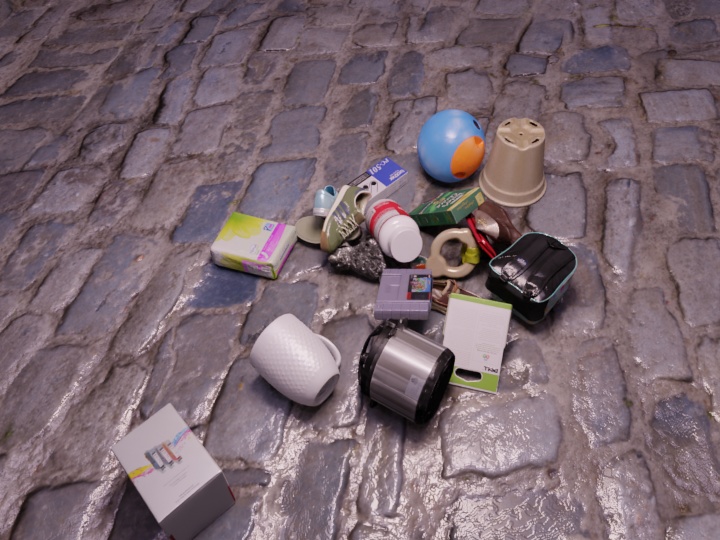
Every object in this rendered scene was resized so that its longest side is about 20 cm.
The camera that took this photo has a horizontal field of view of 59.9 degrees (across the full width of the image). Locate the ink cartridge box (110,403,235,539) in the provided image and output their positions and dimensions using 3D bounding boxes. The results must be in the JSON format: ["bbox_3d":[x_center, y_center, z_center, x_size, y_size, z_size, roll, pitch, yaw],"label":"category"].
[{"bbox_3d":[-0.370,0.404,1.242,0.143,0.147,0.199,-35,55,-23],"label":"ink cartridge box"}]

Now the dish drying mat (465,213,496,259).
[{"bbox_3d":[0.305,-0.097,1.601,0.018,0.077,0.201,-39,25,16],"label":"dish drying mat"}]

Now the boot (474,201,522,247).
[{"bbox_3d":[0.330,-0.133,1.619,0.198,0.065,0.187,10,32,-51],"label":"boot"}]

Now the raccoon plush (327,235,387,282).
[{"bbox_3d":[0.000,0.000,1.594,0.131,0.098,0.202,-24,52,-6],"label":"raccoon plush"}]

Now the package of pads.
[{"bbox_3d":[-0.288,-0.066,1.678,0.195,0.069,0.156,13,51,15],"label":"package of pads"}]

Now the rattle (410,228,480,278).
[{"bbox_3d":[0.214,-0.045,1.634,0.197,0.131,0.144,-28,26,20],"label":"rattle"}]

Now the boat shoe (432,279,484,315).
[{"bbox_3d":[0.215,0.061,1.535,0.195,0.073,0.073,14,52,15],"label":"boat shoe"}]

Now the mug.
[{"bbox_3d":[-0.123,0.203,1.409,0.174,0.150,0.199,37,30,20],"label":"mug"}]

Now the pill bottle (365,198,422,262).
[{"bbox_3d":[0.088,-0.101,1.612,0.110,0.115,0.201,-15,28,-9],"label":"pill bottle"}]

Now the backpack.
[{"bbox_3d":[0.417,0.013,1.509,0.175,0.155,0.200,35,65,29],"label":"backpack"}]

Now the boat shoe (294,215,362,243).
[{"bbox_3d":[-0.083,-0.107,1.698,0.194,0.066,0.077,-2,81,22],"label":"boat shoe"}]

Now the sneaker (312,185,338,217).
[{"bbox_3d":[-0.070,-0.186,1.689,0.072,0.084,0.200,8,7,14],"label":"sneaker"}]

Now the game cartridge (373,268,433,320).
[{"bbox_3d":[0.104,0.051,1.457,0.126,0.039,0.201,-4,27,11],"label":"game cartridge"}]

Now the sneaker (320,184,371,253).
[{"bbox_3d":[-0.032,-0.134,1.605,0.088,0.067,0.204,7,62,28],"label":"sneaker"}]

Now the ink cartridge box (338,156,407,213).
[{"bbox_3d":[0.038,-0.246,1.819,0.199,0.045,0.094,-37,59,-25],"label":"ink cartridge box"}]

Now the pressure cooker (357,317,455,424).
[{"bbox_3d":[0.089,0.211,1.351,0.196,0.181,0.177,23,58,20],"label":"pressure cooker"}]

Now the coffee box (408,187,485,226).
[{"bbox_3d":[0.228,-0.168,1.671,0.122,0.045,0.199,-36,18,-23],"label":"coffee box"}]

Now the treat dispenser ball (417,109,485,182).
[{"bbox_3d":[0.260,-0.357,1.794,0.195,0.203,0.204,-2,50,2],"label":"treat dispenser ball"}]

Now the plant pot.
[{"bbox_3d":[0.440,-0.317,1.761,0.195,0.186,0.204,-2,49,2],"label":"plant pot"}]

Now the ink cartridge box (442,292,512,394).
[{"bbox_3d":[0.261,0.167,1.451,0.144,0.076,0.205,10,85,10],"label":"ink cartridge box"}]
